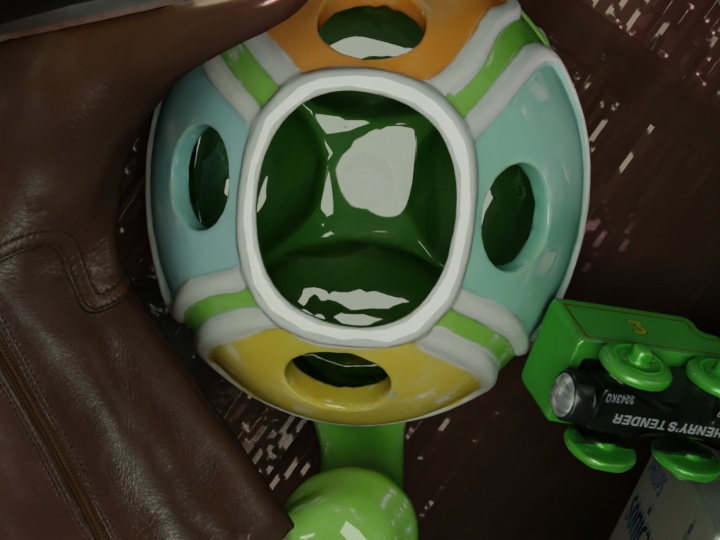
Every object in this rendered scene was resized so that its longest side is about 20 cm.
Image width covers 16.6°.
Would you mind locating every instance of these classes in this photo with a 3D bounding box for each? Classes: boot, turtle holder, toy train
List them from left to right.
[{"bbox_3d":[-0.054,0.011,0.669,0.186,0.064,0.200,-14,114,27],"label":"boot"},{"bbox_3d":[-0.008,-0.008,0.748,0.141,0.132,0.186,31,98,-3],"label":"turtle holder"},{"bbox_3d":[0.140,0.043,0.756,0.200,0.056,0.042,9,117,-25],"label":"toy train"}]

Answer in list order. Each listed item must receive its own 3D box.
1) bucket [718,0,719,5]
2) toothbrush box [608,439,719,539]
[{"bbox_3d":[0.175,-0.157,0.673,0.207,0.208,0.135,-15,141,4],"label":"bucket"},{"bbox_3d":[0.093,0.166,0.762,0.085,0.146,0.200,25,97,-2],"label":"toothbrush box"}]
